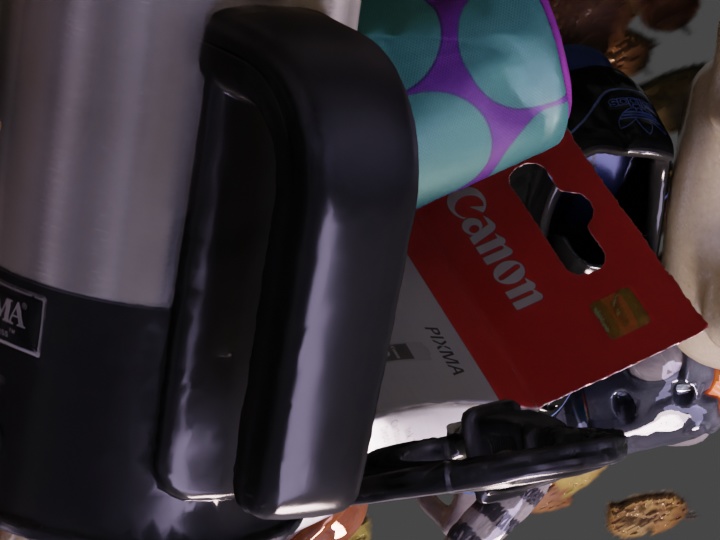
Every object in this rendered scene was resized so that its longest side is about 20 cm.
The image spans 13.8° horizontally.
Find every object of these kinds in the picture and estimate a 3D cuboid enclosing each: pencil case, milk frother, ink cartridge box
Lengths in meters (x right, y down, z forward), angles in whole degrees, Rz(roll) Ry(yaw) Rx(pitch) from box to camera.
[{"bbox_3d":[-0.031,-0.048,1.037,0.200,0.093,0.085,-25,179,-14],"label":"pencil case"},{"bbox_3d":[-0.014,-0.013,0.930,0.200,0.180,0.188,-10,113,-50],"label":"milk frother"},{"bbox_3d":[0.000,0.000,1.077,0.200,0.161,0.050,-26,139,-6],"label":"ink cartridge box"}]

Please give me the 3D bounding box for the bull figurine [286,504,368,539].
[{"bbox_3d":[-0.028,0.044,1.143,0.121,0.200,0.065,-29,114,26],"label":"bull figurine"}]

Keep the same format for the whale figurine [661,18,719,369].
[{"bbox_3d":[0.174,-0.038,1.172,0.104,0.159,0.200,7,152,9],"label":"whale figurine"}]

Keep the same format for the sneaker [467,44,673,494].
[{"bbox_3d":[0.071,0.013,1.183,0.070,0.078,0.200,2,118,-23],"label":"sneaker"}]

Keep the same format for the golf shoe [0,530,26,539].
[{"bbox_3d":[-0.116,0.119,1.218,0.075,0.092,0.200,-22,148,-15],"label":"golf shoe"}]

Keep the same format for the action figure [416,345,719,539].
[{"bbox_3d":[0.108,0.070,1.317,0.193,0.105,0.200,-26,145,13],"label":"action figure"}]
